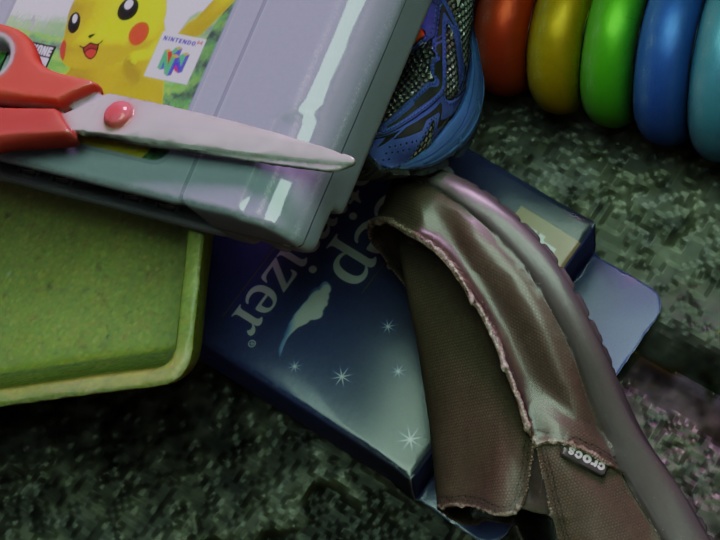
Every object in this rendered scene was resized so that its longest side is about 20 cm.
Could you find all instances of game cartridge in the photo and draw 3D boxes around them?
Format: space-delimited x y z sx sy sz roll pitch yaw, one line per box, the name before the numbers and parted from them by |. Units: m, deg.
game cartridge | -0.072 -0.086 0.859 0.200 0.040 0.133 14 72 35

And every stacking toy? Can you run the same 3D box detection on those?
stacking toy | 0.093 -0.083 0.935 0.200 0.085 0.085 10 68 15

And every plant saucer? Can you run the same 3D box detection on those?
plant saucer | -0.125 -0.034 0.918 0.200 0.048 0.200 -8 64 28

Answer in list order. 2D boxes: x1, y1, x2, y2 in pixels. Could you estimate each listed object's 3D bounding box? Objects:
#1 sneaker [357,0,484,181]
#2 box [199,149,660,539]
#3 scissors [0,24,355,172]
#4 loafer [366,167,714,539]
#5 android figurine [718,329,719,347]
sneaker | 0.010 -0.112 0.882 0.075 0.078 0.200 0 51 15
box | 0.000 0.000 0.930 0.200 0.032 0.121 32 73 16
scissors | -0.087 -0.057 0.822 0.200 0.014 0.073 -3 55 26
loafer | 0.054 0.056 0.853 0.071 0.073 0.200 -30 83 -13
android figurine | 0.207 0.071 0.824 0.182 0.041 0.200 -31 62 -25
